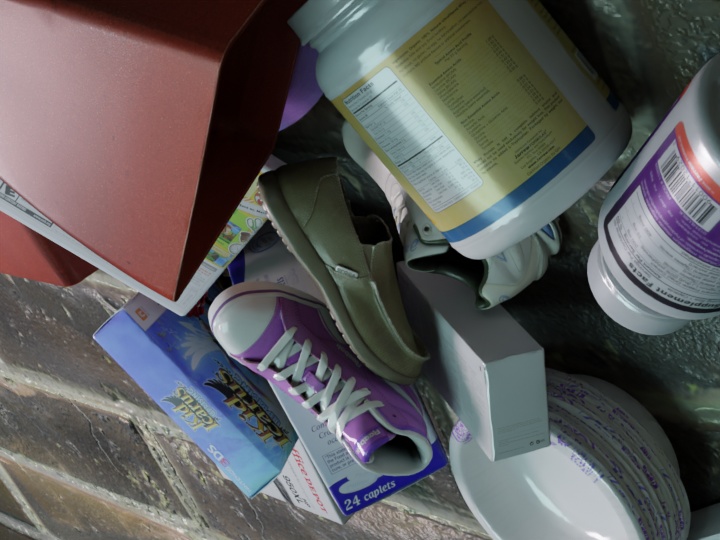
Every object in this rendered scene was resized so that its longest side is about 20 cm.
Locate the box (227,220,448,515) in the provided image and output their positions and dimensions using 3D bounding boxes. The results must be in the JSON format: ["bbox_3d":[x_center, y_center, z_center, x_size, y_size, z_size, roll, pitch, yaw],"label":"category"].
[{"bbox_3d":[-0.024,0.068,1.224,0.200,0.105,0.184,64,180,-31],"label":"box"}]

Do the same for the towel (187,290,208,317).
[{"bbox_3d":[-0.126,-0.067,1.237,0.022,0.145,0.200,7,145,-16],"label":"towel"}]

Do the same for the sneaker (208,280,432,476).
[{"bbox_3d":[-0.021,0.085,1.063,0.200,0.073,0.114,32,-164,-26],"label":"sneaker"}]

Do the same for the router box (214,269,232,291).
[{"bbox_3d":[-0.113,0.022,1.412,0.149,0.051,0.200,4,131,47],"label":"router box"}]

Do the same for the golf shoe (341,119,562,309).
[{"bbox_3d":[0.051,-0.050,1.075,0.200,0.097,0.078,35,150,19],"label":"golf shoe"}]

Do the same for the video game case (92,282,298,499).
[{"bbox_3d":[-0.132,0.089,1.304,0.045,0.181,0.200,-41,96,20],"label":"video game case"}]

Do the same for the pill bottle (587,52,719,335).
[{"bbox_3d":[0.213,-0.038,0.872,0.111,0.111,0.200,41,151,8],"label":"pill bottle"}]

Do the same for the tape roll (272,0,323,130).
[{"bbox_3d":[-0.110,-0.193,1.047,0.200,0.066,0.200,9,135,9],"label":"tape roll"}]

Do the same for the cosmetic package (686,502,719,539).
[{"bbox_3d":[0.295,0.240,1.177,0.083,0.051,0.200,43,151,-3],"label":"cosmetic package"}]

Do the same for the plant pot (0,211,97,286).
[{"bbox_3d":[-0.282,-0.099,1.291,0.200,0.200,0.177,10,129,46],"label":"plant pot"}]

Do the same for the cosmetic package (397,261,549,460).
[{"bbox_3d":[0.085,0.060,1.098,0.200,0.051,0.083,-128,26,-63],"label":"cosmetic package"}]

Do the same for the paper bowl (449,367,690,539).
[{"bbox_3d":[0.179,0.167,1.165,0.200,0.104,0.201,33,143,28],"label":"paper bowl"}]

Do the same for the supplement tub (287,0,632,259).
[{"bbox_3d":[0.063,-0.123,0.920,0.200,0.145,0.145,50,150,-8],"label":"supplement tub"}]

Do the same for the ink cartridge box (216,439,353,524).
[{"bbox_3d":[-0.086,0.173,1.534,0.200,0.084,0.145,12,137,43],"label":"ink cartridge box"}]

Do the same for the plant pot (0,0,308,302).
[{"bbox_3d":[-0.150,-0.136,0.929,0.176,0.200,0.200,20,130,4],"label":"plant pot"}]

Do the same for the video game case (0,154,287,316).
[{"bbox_3d":[-0.178,-0.068,1.117,0.200,0.023,0.182,32,129,-15],"label":"video game case"}]

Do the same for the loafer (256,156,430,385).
[{"bbox_3d":[0.000,0.000,1.053,0.200,0.067,0.076,55,-170,-23],"label":"loafer"}]
